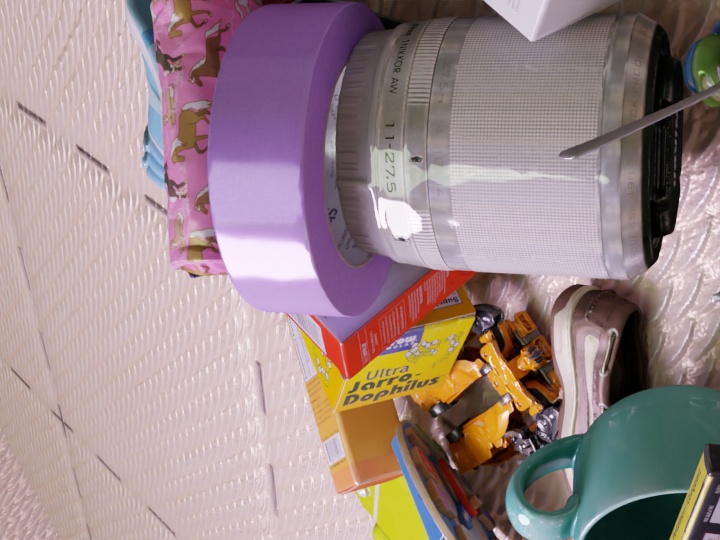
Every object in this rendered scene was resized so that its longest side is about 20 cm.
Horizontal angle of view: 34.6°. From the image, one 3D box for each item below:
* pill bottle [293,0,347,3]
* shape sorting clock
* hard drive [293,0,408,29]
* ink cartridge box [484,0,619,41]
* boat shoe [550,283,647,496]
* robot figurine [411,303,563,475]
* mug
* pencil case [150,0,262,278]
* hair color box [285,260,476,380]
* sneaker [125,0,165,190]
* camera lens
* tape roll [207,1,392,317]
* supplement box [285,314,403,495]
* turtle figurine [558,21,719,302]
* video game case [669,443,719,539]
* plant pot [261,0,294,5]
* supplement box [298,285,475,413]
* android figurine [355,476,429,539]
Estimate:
[{"bbox_3d":[-0.098,-0.224,1.005,0.199,0.110,0.112,-3,112,56],"label":"pill bottle"},{"bbox_3d":[0.094,0.223,1.061,0.201,0.039,0.200,50,-170,-13],"label":"shape sorting clock"},{"bbox_3d":[-0.031,-0.157,0.941,0.199,0.138,0.033,-20,65,58],"label":"hard drive"},{"bbox_3d":[0.096,-0.264,0.658,0.200,0.144,0.146,46,146,23],"label":"ink cartridge box"},{"bbox_3d":[0.195,0.113,0.881,0.074,0.074,0.205,9,121,45],"label":"boat shoe"},{"bbox_3d":[0.113,0.102,1.005,0.146,0.058,0.200,56,149,9],"label":"robot figurine"},{"bbox_3d":[0.210,0.146,0.795,0.184,0.115,0.152,31,129,-17],"label":"mug"},{"bbox_3d":[-0.100,-0.098,0.803,0.086,0.081,0.204,171,93,-73],"label":"pencil case"},{"bbox_3d":[0.031,-0.022,0.884,0.101,0.199,0.062,43,162,26],"label":"hair color box"},{"bbox_3d":[-0.153,-0.147,0.940,0.131,0.078,0.202,116,144,-53],"label":"sneaker"},{"bbox_3d":[0.100,-0.079,0.732,0.197,0.160,0.162,3,122,20],"label":"camera lens"},{"bbox_3d":[-0.028,-0.072,0.762,0.065,0.201,0.203,3,122,19],"label":"tape roll"},{"bbox_3d":[-0.014,0.113,1.143,0.069,0.066,0.203,-40,63,63],"label":"supplement box"},{"bbox_3d":[0.242,-0.074,0.580,0.192,0.200,0.145,-10,121,47],"label":"turtle figurine"},{"bbox_3d":[0.292,0.186,0.723,0.196,0.026,0.183,6,131,2],"label":"video game case"},{"bbox_3d":[-0.048,-0.301,0.809,0.177,0.200,0.199,55,150,-8],"label":"plant pot"},{"bbox_3d":[0.000,0.000,0.987,0.110,0.107,0.202,108,145,-50],"label":"supplement box"},{"bbox_3d":[0.042,0.243,1.222,0.200,0.041,0.184,44,147,33],"label":"android figurine"}]
